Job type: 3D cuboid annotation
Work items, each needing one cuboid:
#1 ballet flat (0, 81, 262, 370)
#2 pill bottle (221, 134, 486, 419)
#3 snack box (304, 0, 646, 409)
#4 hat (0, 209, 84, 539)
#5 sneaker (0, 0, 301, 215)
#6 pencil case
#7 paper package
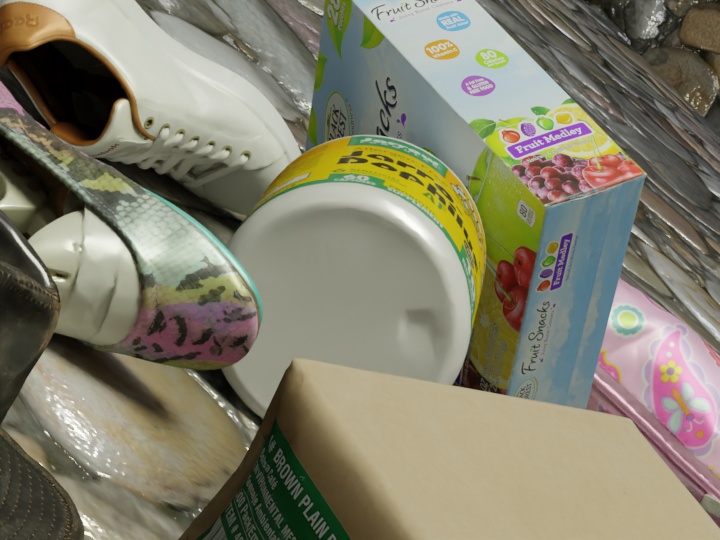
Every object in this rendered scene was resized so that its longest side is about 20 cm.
[{"bbox_3d":[-0.130,-0.022,0.965,0.200,0.069,0.071,40,31,16],"label":"ballet flat"},{"bbox_3d":[0.000,0.000,1.125,0.113,0.113,0.200,39,13,-3],"label":"pill bottle"},{"bbox_3d":[0.050,-0.039,1.280,0.068,0.169,0.200,-18,48,-26],"label":"snack box"},{"bbox_3d":[-0.148,0.007,0.757,0.200,0.081,0.201,38,12,-10],"label":"hat"},{"bbox_3d":[-0.107,-0.069,1.205,0.200,0.073,0.085,39,42,-33],"label":"sneaker"},{"bbox_3d":[0.180,0.086,1.407,0.200,0.087,0.087,44,14,13],"label":"pencil case"},{"bbox_3d":[0.060,0.137,0.811,0.190,0.104,0.200,14,29,-45],"label":"paper package"}]
